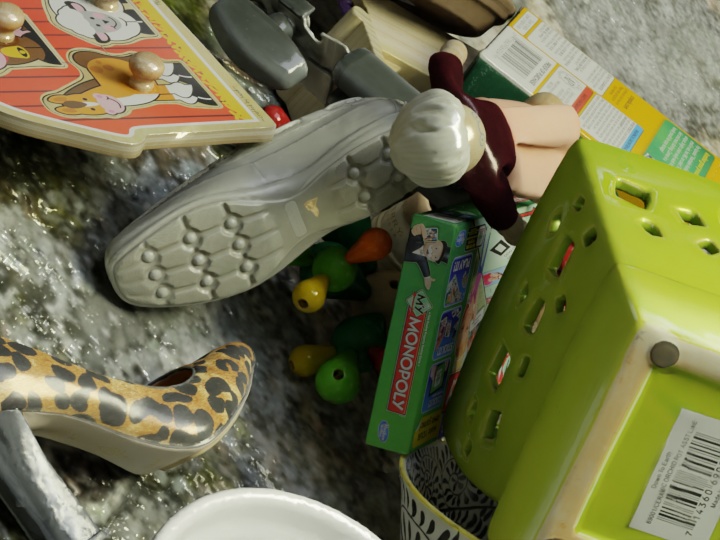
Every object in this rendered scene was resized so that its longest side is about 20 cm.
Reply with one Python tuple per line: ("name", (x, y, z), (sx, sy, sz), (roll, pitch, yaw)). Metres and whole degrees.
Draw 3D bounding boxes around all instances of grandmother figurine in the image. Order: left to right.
("grandmother figurine", (0.071, -0.075, 1.398), (0.121, 0.060, 0.200), (60, 21, 10))

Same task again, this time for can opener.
("can opener", (-0.008, -0.102, 1.512), (0.200, 0.053, 0.066), (38, 55, 20))

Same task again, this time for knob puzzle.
("knob puzzle", (-0.169, -0.127, 1.377), (0.219, 0.031, 0.220), (15, 31, -9))

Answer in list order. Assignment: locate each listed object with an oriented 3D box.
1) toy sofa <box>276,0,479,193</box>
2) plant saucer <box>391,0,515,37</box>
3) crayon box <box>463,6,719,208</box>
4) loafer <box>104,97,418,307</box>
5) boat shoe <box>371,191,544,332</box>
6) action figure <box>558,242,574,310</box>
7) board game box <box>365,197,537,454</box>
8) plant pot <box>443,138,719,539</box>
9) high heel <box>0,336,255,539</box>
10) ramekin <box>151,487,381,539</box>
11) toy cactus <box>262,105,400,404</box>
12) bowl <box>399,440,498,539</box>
("toy sofa", (0.045, -0.101, 1.640), (0.200, 0.083, 0.098), (24, 33, -36))
("plant saucer", (0.007, -0.200, 1.639), (0.200, 0.030, 0.200), (24, -1, 1))
("crayon box", (0.155, -0.076, 1.586), (0.200, 0.052, 0.126), (37, 25, 2))
("loafer", (-0.055, -0.040, 1.406), (0.070, 0.200, 0.070), (46, -23, 56))
("boat shoe", (0.093, 0.010, 1.610), (0.200, 0.064, 0.071), (27, 41, -34))
("action figure", (0.160, 0.050, 1.562), (0.065, 0.099, 0.201), (60, 30, -71))
("board game box", (0.061, 0.026, 1.470), (0.029, 0.135, 0.200), (14, 10, 18))
("plant pot", (0.171, 0.073, 1.337), (0.199, 0.200, 0.182), (20, 21, -9))
("high heel", (-0.137, 0.046, 1.282), (0.143, 0.071, 0.200), (56, 41, -7))
("ramekin", (-0.048, 0.215, 1.195), (0.200, 0.098, 0.201), (24, 45, -26))
("toy cactus", (0.000, 0.000, 1.496), (0.165, 0.102, 0.200), (34, 26, -43))
("bowl", (0.099, 0.183, 1.399), (0.200, 0.094, 0.201), (20, 14, -5))
